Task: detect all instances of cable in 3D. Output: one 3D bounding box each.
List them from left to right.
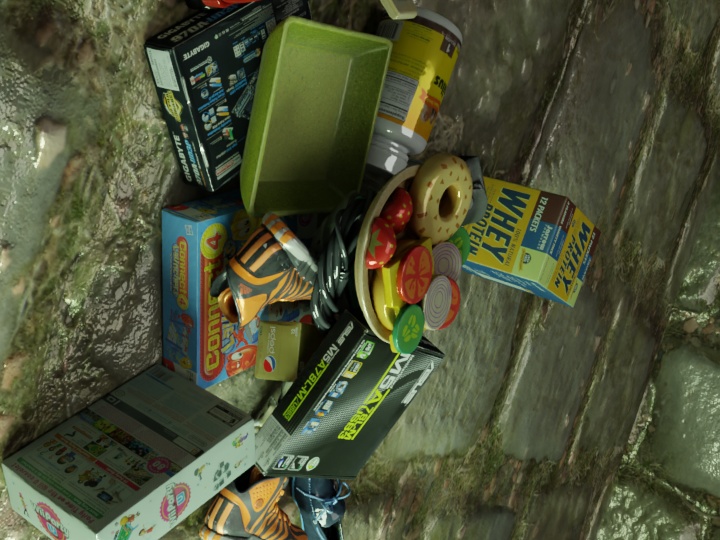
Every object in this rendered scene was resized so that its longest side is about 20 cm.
[{"bbox_3d":[0.000,0.000,0.962,0.164,0.051,0.200,-53,149,-7],"label":"cable"}]

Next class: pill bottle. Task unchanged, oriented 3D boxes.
[{"bbox_3d":[0.049,-0.221,1.099,0.109,0.109,0.201,22,88,-57],"label":"pill bottle"}]

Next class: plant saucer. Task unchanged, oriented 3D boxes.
[{"bbox_3d":[-0.056,-0.163,0.936,0.199,0.048,0.202,-10,117,-57],"label":"plant saucer"}]

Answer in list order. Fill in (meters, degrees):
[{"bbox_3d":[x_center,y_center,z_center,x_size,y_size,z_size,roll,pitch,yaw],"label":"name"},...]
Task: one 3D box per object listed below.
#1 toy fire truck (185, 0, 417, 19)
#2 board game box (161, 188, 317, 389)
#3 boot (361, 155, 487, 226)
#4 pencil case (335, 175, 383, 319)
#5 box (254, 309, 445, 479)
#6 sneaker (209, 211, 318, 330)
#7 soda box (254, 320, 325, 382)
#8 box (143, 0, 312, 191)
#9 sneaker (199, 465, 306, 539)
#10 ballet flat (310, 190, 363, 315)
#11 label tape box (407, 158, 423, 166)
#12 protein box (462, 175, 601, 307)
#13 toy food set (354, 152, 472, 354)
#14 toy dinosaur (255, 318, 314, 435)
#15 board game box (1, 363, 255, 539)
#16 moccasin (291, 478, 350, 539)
[{"bbox_3d":[-0.057,-0.296,0.820,0.176,0.199,0.129,-42,137,-37],"label":"toy fire truck"},{"bbox_3d":[-0.134,0.010,0.994,0.195,0.056,0.202,-24,125,-49],"label":"board game box"},{"bbox_3d":[0.080,-0.048,1.120,0.199,0.065,0.166,-27,128,-38],"label":"boot"},{"bbox_3d":[0.000,-0.023,1.158,0.077,0.089,0.202,12,96,-29],"label":"pencil case"},{"bbox_3d":[-0.012,0.151,1.007,0.201,0.047,0.193,-54,145,7],"label":"box"},{"bbox_3d":[-0.101,0.013,0.937,0.112,0.078,0.200,-44,158,-3],"label":"sneaker"},{"bbox_3d":[-0.038,0.103,1.052,0.199,0.064,0.068,14,78,-55],"label":"soda box"},{"bbox_3d":[-0.121,-0.202,0.914,0.200,0.046,0.160,-44,139,-36],"label":"box"},{"bbox_3d":[-0.116,0.313,1.139,0.200,0.077,0.113,35,78,-56],"label":"sneaker"},{"bbox_3d":[-0.029,-0.017,1.015,0.201,0.063,0.068,86,27,-48],"label":"ballet flat"},{"bbox_3d":[0.087,-0.051,1.284,0.143,0.066,0.202,10,95,-57],"label":"label tape box"},{"bbox_3d":[0.247,-0.050,1.395,0.198,0.199,0.136,25,85,-57],"label":"protein box"},{"bbox_3d":[0.063,-0.014,0.932,0.200,0.048,0.199,-37,128,-46],"label":"toy food set"},{"bbox_3d":[-0.072,0.140,1.113,0.201,0.077,0.102,-62,170,9],"label":"toy dinosaur"},{"bbox_3d":[-0.225,0.190,0.867,0.200,0.147,0.065,-32,133,-44],"label":"board game box"},{"bbox_3d":[-0.048,0.342,1.276,0.080,0.068,0.201,-42,137,-37],"label":"moccasin"}]
